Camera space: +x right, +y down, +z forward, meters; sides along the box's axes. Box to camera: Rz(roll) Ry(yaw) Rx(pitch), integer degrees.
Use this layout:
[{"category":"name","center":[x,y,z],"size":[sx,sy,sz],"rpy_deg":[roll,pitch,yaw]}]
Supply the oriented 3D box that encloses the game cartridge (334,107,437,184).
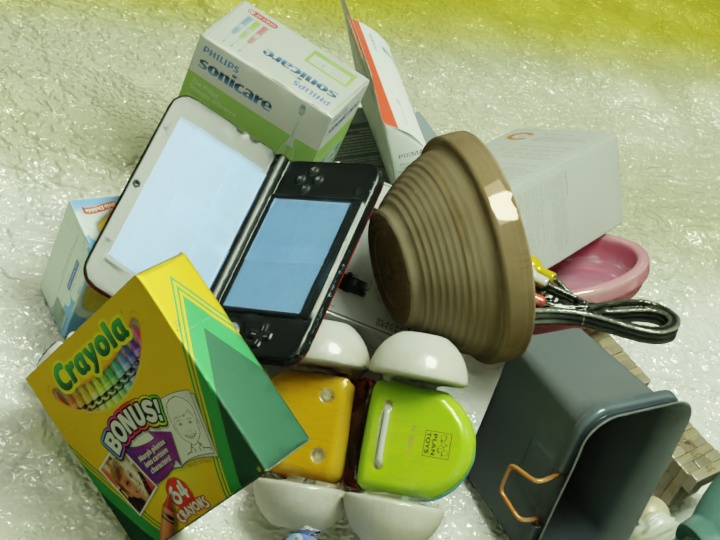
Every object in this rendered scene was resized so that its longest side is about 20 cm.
[{"category":"game cartridge","center":[0.003,-0.112,1.795],"size":[0.199,0.041,0.134],"rpy_deg":[-10,50,-34]}]

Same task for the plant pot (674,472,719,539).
[{"category":"plant pot","center":[0.361,0.253,1.512],"size":[0.134,0.201,0.201],"rpy_deg":[-21,56,-10]}]

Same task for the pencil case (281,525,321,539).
[{"category":"pencil case","center":[-0.083,0.280,1.314],"size":[0.200,0.087,0.078],"rpy_deg":[-38,96,-45]}]

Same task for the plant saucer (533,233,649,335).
[{"category":"plant saucer","center":[0.184,0.014,1.688],"size":[0.199,0.051,0.201],"rpy_deg":[-7,18,2]}]

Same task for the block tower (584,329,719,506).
[{"category":"block tower","center":[0.257,0.137,1.648],"size":[0.054,0.058,0.200],"rpy_deg":[-18,56,-40]}]

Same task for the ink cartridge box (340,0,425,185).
[{"category":"ink cartridge box","center":[0.026,-0.182,1.709],"size":[0.057,0.201,0.163],"rpy_deg":[-14,52,-5]}]

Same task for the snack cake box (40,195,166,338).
[{"category":"snack cake box","center":[-0.173,-0.011,1.540],"size":[0.199,0.115,0.067],"rpy_deg":[-8,53,-33]}]

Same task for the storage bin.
[{"category":"storage bin","center":[0.168,0.155,1.500],"size":[0.145,0.201,0.134],"rpy_deg":[-8,41,-35]}]

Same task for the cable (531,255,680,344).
[{"category":"cable","center":[0.187,0.026,1.547],"size":[0.199,0.051,0.097],"rpy_deg":[15,30,15]}]

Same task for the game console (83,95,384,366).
[{"category":"game console","center":[-0.103,-0.038,1.446],"size":[0.172,0.119,0.201],"rpy_deg":[5,59,37]}]

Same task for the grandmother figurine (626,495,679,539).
[{"category":"grandmother figurine","center":[0.234,0.168,1.574],"size":[0.060,0.121,0.201],"rpy_deg":[-24,82,-9]}]

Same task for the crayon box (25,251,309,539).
[{"category":"crayon box","center":[-0.154,0.107,1.332],"size":[0.058,0.200,0.173],"rpy_deg":[-32,86,-44]}]

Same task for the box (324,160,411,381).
[{"category":"box","center":[0.000,0.000,1.578],"size":[0.116,0.060,0.201],"rpy_deg":[21,42,-7]}]

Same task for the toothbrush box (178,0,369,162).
[{"category":"toothbrush box","center":[-0.100,-0.127,1.630],"size":[0.145,0.200,0.086],"rpy_deg":[32,42,8]}]

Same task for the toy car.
[{"category":"toy car","center":[0.010,0.140,1.458],"size":[0.199,0.150,0.176],"rpy_deg":[6,81,22]}]

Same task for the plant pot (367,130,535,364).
[{"category":"plant pot","center":[0.066,-0.011,1.460],"size":[0.092,0.201,0.201],"rpy_deg":[-15,54,-15]}]

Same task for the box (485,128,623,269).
[{"category":"box","center":[0.157,-0.068,1.710],"size":[0.124,0.098,0.200],"rpy_deg":[7,23,38]}]

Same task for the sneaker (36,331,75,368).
[{"category":"sneaker","center":[-0.179,0.075,1.490],"size":[0.199,0.075,0.081],"rpy_deg":[-25,69,-33]}]
